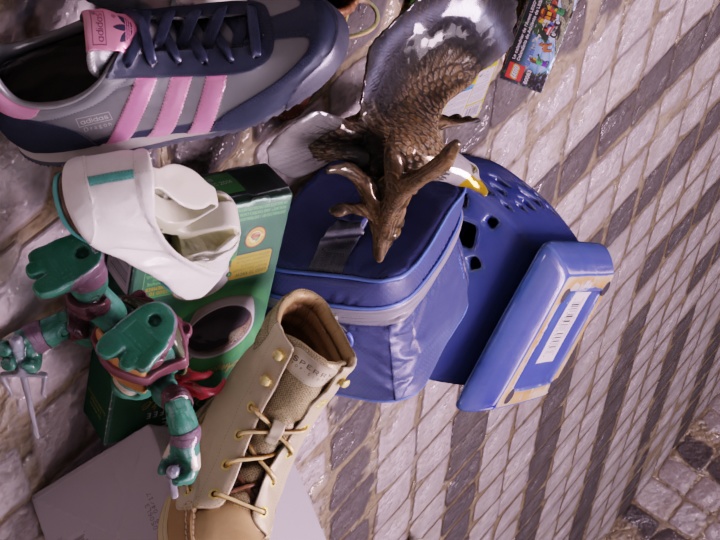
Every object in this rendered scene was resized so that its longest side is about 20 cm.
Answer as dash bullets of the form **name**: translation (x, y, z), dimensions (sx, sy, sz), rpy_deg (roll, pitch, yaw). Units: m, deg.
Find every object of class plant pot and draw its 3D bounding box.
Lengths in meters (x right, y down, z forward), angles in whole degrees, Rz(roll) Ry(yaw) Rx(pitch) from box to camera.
- **plant pot**: translation (0.117, 0.018, 1.326), dimensions (0.200, 0.179, 0.201), rpy_deg (1, 119, -62)

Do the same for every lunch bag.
- **lunch bag**: translation (0.000, 0.000, 1.078), dimensions (0.200, 0.135, 0.133), rpy_deg (-56, 148, -54)

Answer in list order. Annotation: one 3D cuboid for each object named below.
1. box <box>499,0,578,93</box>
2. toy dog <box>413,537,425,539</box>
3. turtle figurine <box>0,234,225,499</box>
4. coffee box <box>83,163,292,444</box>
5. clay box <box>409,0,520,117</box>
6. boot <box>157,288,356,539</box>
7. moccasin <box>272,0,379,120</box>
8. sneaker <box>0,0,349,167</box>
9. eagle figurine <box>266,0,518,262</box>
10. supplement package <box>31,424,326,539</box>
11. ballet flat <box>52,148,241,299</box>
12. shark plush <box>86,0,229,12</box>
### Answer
- **box**: translation (0.161, -0.243, 1.158), dimensions (0.200, 0.038, 0.137), rpy_deg (-69, 179, -64)
- **toy dog**: translation (0.055, 0.461, 1.827), dimensions (0.200, 0.139, 0.195), rpy_deg (-4, 110, -62)
- **turtle figurine**: translation (-0.154, 0.058, 0.888), dimensions (0.200, 0.149, 0.101), rpy_deg (99, 17, -63)
- **coffee box**: translation (-0.125, 0.026, 0.990), dimensions (0.122, 0.044, 0.201), rpy_deg (-14, 134, -34)
- **clay box**: translation (0.084, -0.212, 1.135), dimensions (0.115, 0.047, 0.201), rpy_deg (-26, 140, -53)
- **boot**: translation (-0.065, 0.118, 0.930), dimensions (0.156, 0.073, 0.200), rpy_deg (-53, -160, 27)
- **moccasin**: translation (-0.032, -0.180, 0.904), dimensions (0.074, 0.078, 0.202), rpy_deg (-36, 151, -46)
- **sneaker**: translation (-0.106, -0.111, 0.745), dimensions (0.199, 0.070, 0.082), rpy_deg (-18, 154, 5)
- **eagle figurine**: translation (0.035, -0.106, 1.004), dimensions (0.151, 0.151, 0.201), rpy_deg (58, 33, -39)
- **supplement package**: translation (-0.130, 0.202, 1.078), dimensions (0.119, 0.122, 0.200), rpy_deg (-32, 159, 18)
- **ballet flat**: translation (-0.106, -0.027, 0.820), dimensions (0.070, 0.069, 0.200), rpy_deg (-57, 161, 0)
- **shark plush**: translation (-0.121, -0.142, 0.799), dimensions (0.083, 0.091, 0.200), rpy_deg (-33, 172, 25)
